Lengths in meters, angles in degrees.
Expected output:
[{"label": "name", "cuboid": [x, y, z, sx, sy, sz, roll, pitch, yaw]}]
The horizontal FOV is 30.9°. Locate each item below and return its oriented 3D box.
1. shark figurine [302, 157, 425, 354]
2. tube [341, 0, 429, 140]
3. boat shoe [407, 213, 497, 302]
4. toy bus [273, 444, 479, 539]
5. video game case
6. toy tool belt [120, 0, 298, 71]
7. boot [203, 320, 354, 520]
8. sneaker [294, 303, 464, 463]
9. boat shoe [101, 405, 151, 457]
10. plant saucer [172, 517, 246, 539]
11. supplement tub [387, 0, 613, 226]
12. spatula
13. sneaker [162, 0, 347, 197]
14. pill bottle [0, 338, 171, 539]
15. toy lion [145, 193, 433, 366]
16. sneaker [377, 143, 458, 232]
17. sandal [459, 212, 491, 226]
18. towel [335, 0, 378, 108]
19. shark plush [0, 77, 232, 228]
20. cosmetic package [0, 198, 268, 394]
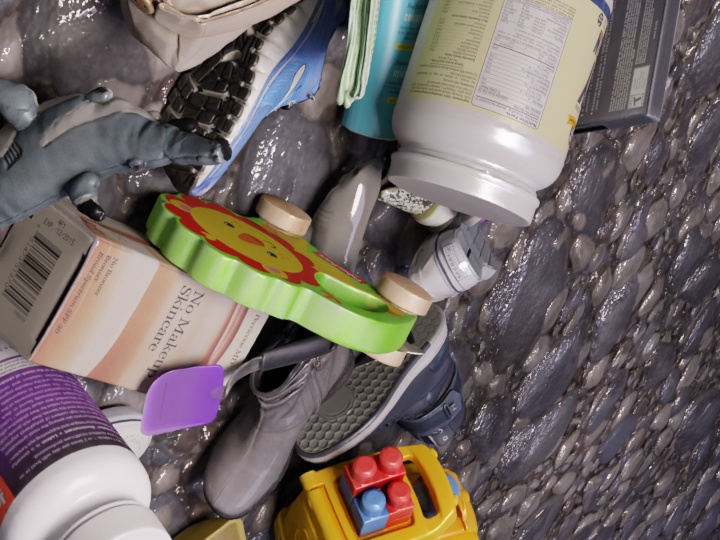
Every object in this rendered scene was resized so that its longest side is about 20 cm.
[{"label": "shark figurine", "cuboid": [-0.008, 0.019, 1.148, 0.127, 0.089, 0.216, -32, 140, -17]}, {"label": "tube", "cuboid": [0.031, -0.210, 1.061, 0.077, 0.050, 0.203, -20, 127, -59]}, {"label": "boat shoe", "cuboid": [0.079, -0.013, 1.221, 0.066, 0.074, 0.200, -26, 178, 13]}, {"label": "toy bus", "cuboid": [0.031, 0.230, 1.258, 0.198, 0.137, 0.193, -13, 146, -23]}, {"label": "video game case", "cuboid": [0.184, -0.184, 1.095, 0.019, 0.199, 0.145, 18, 79, -32]}, {"label": "toy tool belt", "cuboid": [-0.080, -0.233, 0.844, 0.200, 0.124, 0.124, -42, 151, -19]}, {"label": "boot", "cuboid": [-0.081, 0.116, 1.127, 0.201, 0.069, 0.132, -57, 166, -12]}, {"label": "sneaker", "cuboid": [0.027, 0.148, 1.300, 0.202, 0.077, 0.147, -42, 139, -21]}, {"label": "boat shoe", "cuboid": [-0.233, 0.184, 1.015, 0.201, 0.086, 0.075, -29, 137, -32]}, {"label": "plant saucer", "cuboid": [-0.189, 0.335, 1.217, 0.199, 0.048, 0.202, -34, 139, -29]}, {"label": "supplement tub", "cuboid": [0.108, -0.150, 1.039, 0.144, 0.144, 0.203, 22, 85, -54]}, {"label": "spatula", "cuboid": [-0.085, 0.078, 1.009, 0.199, 0.020, 0.057, -21, 133, -46]}, {"label": "sneaker", "cuboid": [-0.070, -0.136, 0.966, 0.201, 0.078, 0.089, -55, 142, -2]}, {"label": "pill bottle", "cuboid": [-0.214, 0.144, 0.901, 0.111, 0.200, 0.112, -27, 140, -26]}, {"label": "toy lion", "cuboid": [-0.061, 0.002, 0.992, 0.069, 0.199, 0.191, -61, 163, 12]}, {"label": "sneaker", "cuboid": [0.068, -0.133, 1.145, 0.088, 0.077, 0.202, 9, 106, -35]}, {"label": "sandal", "cuboid": [0.134, -0.073, 1.194, 0.083, 0.050, 0.203, -55, 180, 12]}, {"label": "towel", "cuboid": [0.005, -0.213, 0.923, 0.200, 0.023, 0.155, -82, 180, -68]}, {"label": "shark plush", "cuboid": [-0.165, -0.064, 0.834, 0.091, 0.197, 0.084, 59, 38, -62]}, {"label": "cosmetic package", "cuboid": [-0.171, 0.027, 0.965, 0.199, 0.087, 0.104, 24, 98, -54]}]
